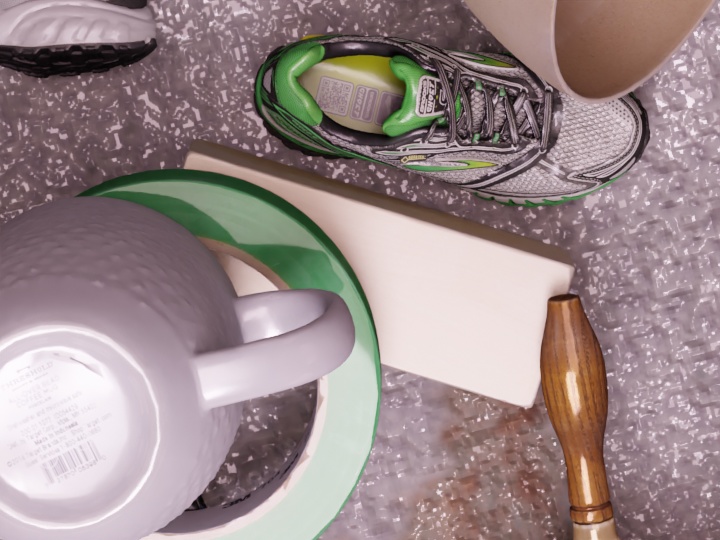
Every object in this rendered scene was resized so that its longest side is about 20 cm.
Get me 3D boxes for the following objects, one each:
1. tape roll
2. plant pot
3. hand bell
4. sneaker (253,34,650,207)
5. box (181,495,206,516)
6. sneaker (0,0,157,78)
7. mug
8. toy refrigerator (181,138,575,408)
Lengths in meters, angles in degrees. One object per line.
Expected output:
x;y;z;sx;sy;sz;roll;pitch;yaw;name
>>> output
-0.089;0.053;1.338;0.199;0.048;0.202;0;99;0;tape roll
0.098;-0.199;1.343;0.134;0.200;0.201;30;90;25;plant pot
0.114;0.110;1.364;0.103;0.104;0.201;-8;101;-2;hand bell
0.046;-0.074;1.381;0.198;0.085;0.079;5;91;-4;sneaker
-0.163;0.170;1.396;0.198;0.050;0.201;-25;93;-1;box
-0.202;-0.137;1.380;0.199;0.074;0.080;-3;83;-9;sneaker
-0.100;0.045;1.224;0.199;0.175;0.149;-13;99;2;mug
0.000;0.000;1.390;0.199;0.070;0.076;16;98;-2;toy refrigerator
